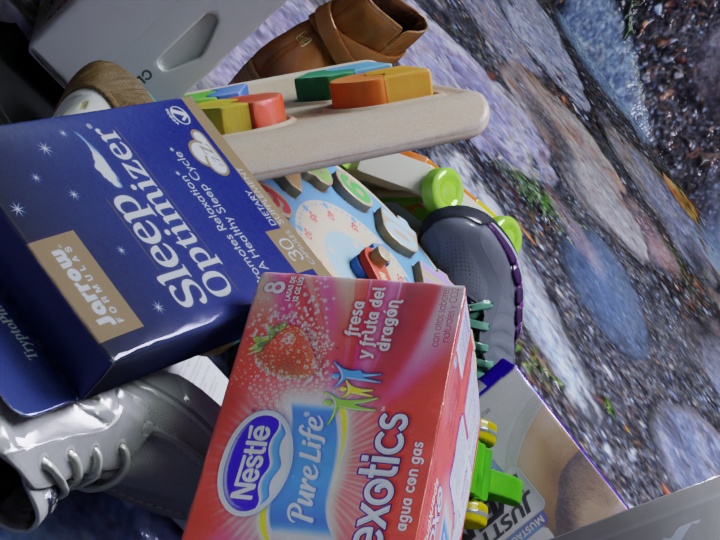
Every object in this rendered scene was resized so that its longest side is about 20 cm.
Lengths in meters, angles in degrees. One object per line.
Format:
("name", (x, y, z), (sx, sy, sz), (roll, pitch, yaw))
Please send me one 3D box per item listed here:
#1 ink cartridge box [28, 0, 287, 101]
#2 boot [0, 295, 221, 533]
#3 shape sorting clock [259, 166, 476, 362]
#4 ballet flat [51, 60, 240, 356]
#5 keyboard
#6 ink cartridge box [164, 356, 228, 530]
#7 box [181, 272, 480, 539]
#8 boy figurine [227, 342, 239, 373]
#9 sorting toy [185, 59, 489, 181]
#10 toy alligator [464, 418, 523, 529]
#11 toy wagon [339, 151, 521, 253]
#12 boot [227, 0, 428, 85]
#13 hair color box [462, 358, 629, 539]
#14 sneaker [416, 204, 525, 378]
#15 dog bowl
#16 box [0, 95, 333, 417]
("ink cartridge box", (-0.121, -0.183, 0.935), (0.083, 0.146, 0.200), (45, 11, -22))
("boot", (-0.129, 0.076, 0.632), (0.199, 0.074, 0.096), (33, 31, -26))
("shape sorting clock", (0.000, 0.000, 0.908), (0.200, 0.039, 0.201), (43, 24, -24))
("ballet flat", (-0.123, -0.039, 0.765), (0.072, 0.068, 0.201), (7, 44, -48))
("keyboard", (-0.159, -0.060, 0.866), (0.201, 0.021, 0.127), (57, 21, 11))
("ink cartridge box", (-0.116, 0.046, 0.749), (0.200, 0.037, 0.095), (50, 18, -13))
("box", (-0.012, 0.110, 0.629), (0.103, 0.094, 0.201), (76, 22, -51))
("boy figurine", (-0.033, 0.015, 0.956), (0.124, 0.064, 0.200), (46, 19, -15))
("sorting toy", (-0.041, -0.097, 0.900), (0.200, 0.183, 0.037), (-140, -140, -68))
("toy alligator", (0.025, 0.100, 0.830), (0.200, 0.054, 0.060), (32, 59, -51))
("toy wagon", (0.016, -0.053, 1.076), (0.200, 0.154, 0.040), (36, 67, -38))
("boot", (-0.010, -0.144, 1.152), (0.074, 0.154, 0.200), (55, 19, 13))
("hair color box", (0.112, 0.167, 0.933), (0.200, 0.109, 0.065), (51, -1, -3))
("sneaker", (0.079, 0.055, 1.028), (0.088, 0.074, 0.201), (-84, 165, -54))
("dog bowl", (0.128, 0.162, 0.798), (0.200, 0.199, 0.059), (5, 61, -65))
("box", (-0.105, -0.014, 0.663), (0.121, 0.032, 0.199), (52, 33, 12))
